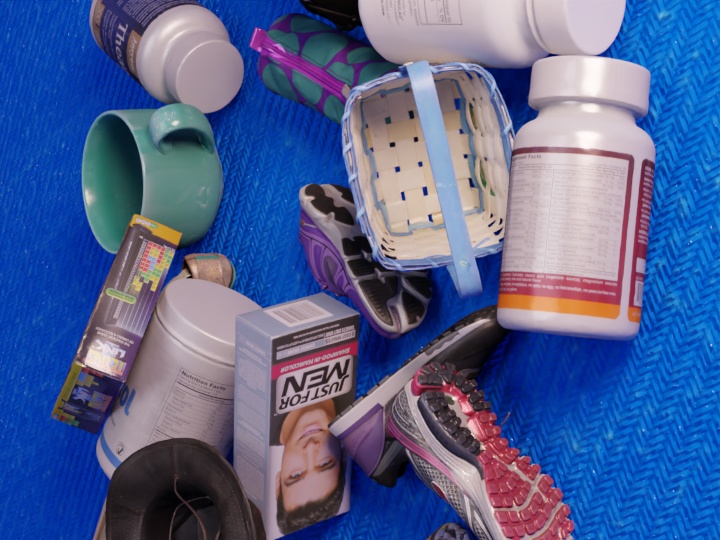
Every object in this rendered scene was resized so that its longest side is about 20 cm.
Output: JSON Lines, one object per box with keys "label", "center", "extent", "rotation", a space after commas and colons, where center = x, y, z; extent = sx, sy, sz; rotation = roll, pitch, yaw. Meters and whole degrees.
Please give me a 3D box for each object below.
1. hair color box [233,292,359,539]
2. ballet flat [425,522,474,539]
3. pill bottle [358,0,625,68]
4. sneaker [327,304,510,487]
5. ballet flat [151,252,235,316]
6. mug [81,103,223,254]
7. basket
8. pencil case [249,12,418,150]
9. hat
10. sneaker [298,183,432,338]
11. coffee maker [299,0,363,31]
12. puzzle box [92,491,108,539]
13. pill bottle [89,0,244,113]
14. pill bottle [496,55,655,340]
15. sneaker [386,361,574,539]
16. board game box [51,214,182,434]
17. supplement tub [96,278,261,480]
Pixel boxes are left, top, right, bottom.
{"label": "hair color box", "center": [-0.059, 0.131, 1.188], "extent": [0.060, 0.098, 0.202], "rotation": [27, 122, 45]}
{"label": "ballet flat", "center": [0.037, 0.306, 1.115], "extent": [0.072, 0.072, 0.202], "rotation": [36, 110, 45]}
{"label": "pill bottle", "center": [0.105, -0.220, 1.058], "extent": [0.198, 0.114, 0.116], "rotation": [10, 91, 41]}
{"label": "sneaker", "center": [0.069, 0.110, 1.127], "extent": [0.200, 0.076, 0.088], "rotation": [-41, 84, 29]}
{"label": "ballet flat", "center": [-0.202, 0.065, 1.425], "extent": [0.068, 0.067, 0.202], "rotation": [43, 116, 45]}
{"label": "mug", "center": [-0.207, -0.096, 1.408], "extent": [0.184, 0.113, 0.154], "rotation": [4, 97, 53]}
{"label": "basket", "center": [0.057, -0.084, 1.044], "extent": [0.200, 0.137, 0.178], "rotation": [-88, -14, -75]}
{"label": "pencil case", "center": [-0.017, -0.178, 1.237], "extent": [0.199, 0.092, 0.086], "rotation": [34, 109, 47]}
{"label": "hat", "center": [-0.139, 0.238, 1.171], "extent": [0.199, 0.080, 0.203], "rotation": [-1, 88, 40]}
{"label": "sneaker", "center": [0.000, 0.000, 1.220], "extent": [0.200, 0.080, 0.084], "rotation": [56, 141, 45]}
{"label": "coffee maker", "center": [-0.030, -0.335, 1.191], "extent": [0.134, 0.192, 0.201], "rotation": [-37, 53, 15]}
{"label": "puzzle box", "center": [-0.208, 0.320, 1.270], "extent": [0.199, 0.025, 0.134], "rotation": [34, 110, 45]}
{"label": "pill bottle", "center": [-0.210, -0.249, 1.451], "extent": [0.200, 0.110, 0.112], "rotation": [41, 114, 44]}
{"label": "pill bottle", "center": [0.165, -0.052, 0.998], "extent": [0.109, 0.109, 0.203], "rotation": [3, 86, 48]}
{"label": "sneaker", "center": [0.097, 0.171, 1.050], "extent": [0.201, 0.080, 0.075], "rotation": [57, 134, 19]}
{"label": "board game box", "center": [-0.249, 0.059, 1.341], "extent": [0.200, 0.056, 0.167], "rotation": [132, 156, -62]}
{"label": "supplement tub", "center": [-0.176, 0.125, 1.339], "extent": [0.132, 0.131, 0.202], "rotation": [44, 116, 43]}
